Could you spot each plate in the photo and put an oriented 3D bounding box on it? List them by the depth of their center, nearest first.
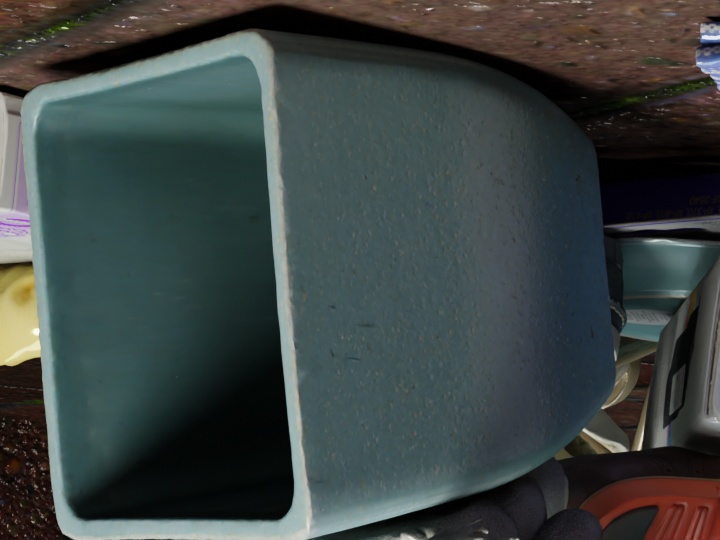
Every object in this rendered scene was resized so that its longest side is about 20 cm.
[{"bbox_3d":[0.175,0.016,1.431,0.200,0.026,0.200,4,170,1],"label":"plate"}]

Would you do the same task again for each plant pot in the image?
[{"bbox_3d":[-0.005,0.005,1.198,0.200,0.196,0.196,-5,178,-36],"label":"plant pot"}]

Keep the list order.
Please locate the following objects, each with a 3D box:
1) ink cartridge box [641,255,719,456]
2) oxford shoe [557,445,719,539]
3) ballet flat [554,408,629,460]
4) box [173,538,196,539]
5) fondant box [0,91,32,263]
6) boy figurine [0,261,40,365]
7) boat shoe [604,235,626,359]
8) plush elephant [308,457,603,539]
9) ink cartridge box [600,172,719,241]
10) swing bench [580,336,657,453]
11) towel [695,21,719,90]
[{"bbox_3d":[0.221,0.058,1.334,0.146,0.083,0.200,9,167,-1],"label":"ink cartridge box"},{"bbox_3d":[0.177,0.107,1.289,0.200,0.071,0.073,7,-157,-26],"label":"oxford shoe"},{"bbox_3d":[0.109,0.106,1.355,0.064,0.076,0.200,-28,127,22],"label":"ballet flat"},{"bbox_3d":[0.015,0.158,1.333,0.049,0.161,0.200,-9,-169,44],"label":"box"},{"bbox_3d":[-0.194,-0.041,1.379,0.200,0.058,0.144,-4,170,39],"label":"fondant box"},{"bbox_3d":[-0.157,0.021,1.459,0.200,0.064,0.124,-29,-157,-24],"label":"boy figurine"},{"bbox_3d":[0.049,0.021,1.396,0.200,0.062,0.073,-8,149,43],"label":"boat shoe"},{"bbox_3d":[0.039,0.172,1.155,0.165,0.155,0.200,-15,-175,-10],"label":"plush elephant"},{"bbox_3d":[0.193,-0.021,1.406,0.198,0.043,0.200,-4,167,41],"label":"ink cartridge box"},{"bbox_3d":[0.054,0.063,1.554,0.200,0.130,0.199,26,-156,29],"label":"swing bench"},{"bbox_3d":[0.216,-0.068,1.129,0.145,0.024,0.200,0,172,15],"label":"towel"}]
